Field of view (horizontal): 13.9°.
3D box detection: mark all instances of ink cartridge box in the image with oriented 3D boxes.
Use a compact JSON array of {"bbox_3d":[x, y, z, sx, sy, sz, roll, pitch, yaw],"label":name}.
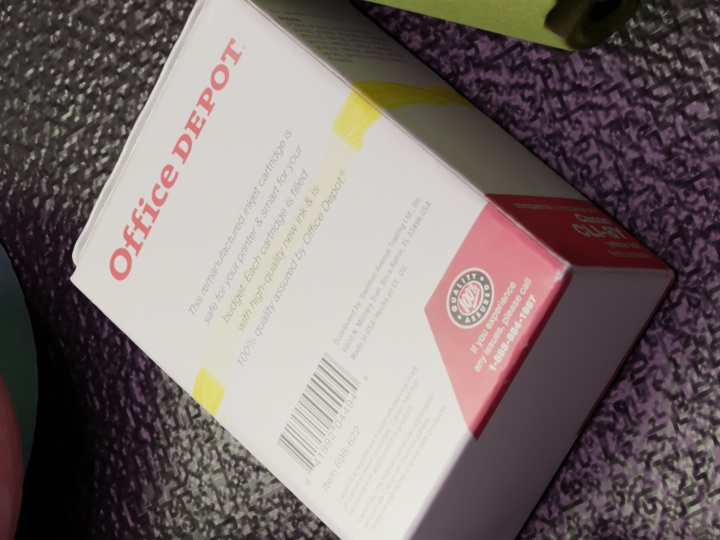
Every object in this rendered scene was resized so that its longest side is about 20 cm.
[{"bbox_3d":[0.000,0.000,1.150,0.200,0.083,0.145,42,114,29],"label":"ink cartridge box"}]

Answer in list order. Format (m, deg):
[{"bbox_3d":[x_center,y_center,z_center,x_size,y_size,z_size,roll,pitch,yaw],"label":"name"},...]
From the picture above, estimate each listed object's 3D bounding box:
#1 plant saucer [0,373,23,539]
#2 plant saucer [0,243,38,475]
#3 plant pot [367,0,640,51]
[{"bbox_3d":[-0.218,0.086,1.295,0.200,0.051,0.201,2,93,37],"label":"plant saucer"},{"bbox_3d":[-0.232,0.051,1.358,0.200,0.036,0.201,0,90,37],"label":"plant saucer"},{"bbox_3d":[0.023,-0.169,1.085,0.190,0.200,0.201,26,106,21],"label":"plant pot"}]
